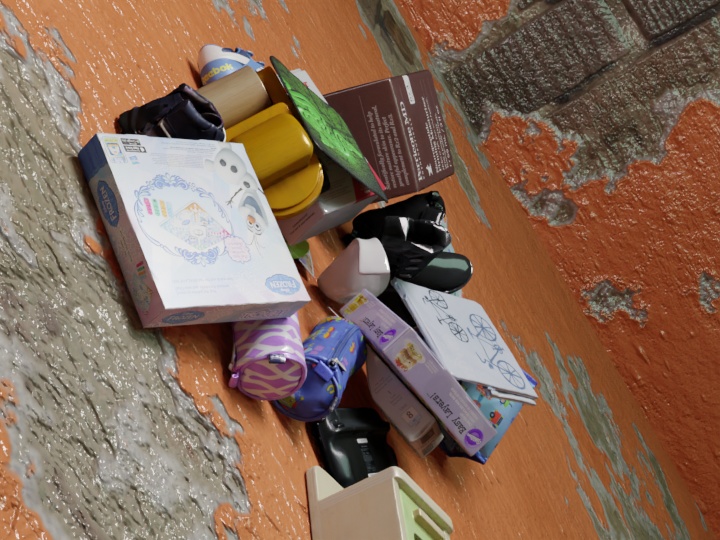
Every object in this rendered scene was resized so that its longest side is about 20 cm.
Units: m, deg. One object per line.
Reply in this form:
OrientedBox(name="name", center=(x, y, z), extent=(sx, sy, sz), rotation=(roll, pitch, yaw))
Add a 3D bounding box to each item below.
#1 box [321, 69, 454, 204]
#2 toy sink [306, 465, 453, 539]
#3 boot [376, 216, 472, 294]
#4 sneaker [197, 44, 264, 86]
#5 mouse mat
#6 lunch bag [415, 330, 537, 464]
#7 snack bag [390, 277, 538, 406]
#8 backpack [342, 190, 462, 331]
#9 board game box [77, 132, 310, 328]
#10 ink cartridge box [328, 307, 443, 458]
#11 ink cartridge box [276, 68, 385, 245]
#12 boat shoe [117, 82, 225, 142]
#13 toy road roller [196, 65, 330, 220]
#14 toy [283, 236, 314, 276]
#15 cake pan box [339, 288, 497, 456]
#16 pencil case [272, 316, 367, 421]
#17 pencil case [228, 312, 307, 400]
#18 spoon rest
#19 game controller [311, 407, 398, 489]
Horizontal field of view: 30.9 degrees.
OrientedBox(name="box", center=(0.020, -0.188, 1.894), extent=(0.200, 0.164, 0.167), rotation=(-32, 109, -67))
OrientedBox(name="toy sink", center=(0.029, 0.294, 1.383), extent=(0.130, 0.112, 0.200), rotation=(50, 20, -37))
OrientedBox(name="boot", center=(0.093, -0.023, 1.787), extent=(0.200, 0.164, 0.066), rotation=(111, -28, -69))
OrientedBox(name="sneaker", center=(-0.162, -0.266, 1.791), extent=(0.082, 0.074, 0.200), rotation=(62, 15, 7))
OrientedBox(name="mouse mat", center=(-0.037, -0.174, 1.626), extent=(0.200, 0.008, 0.161), rotation=(32, 26, -57))
OrientedBox(name="lunch bag", center=(0.135, 0.156, 1.883), extent=(0.200, 0.151, 0.094), rotation=(47, -23, -24))
OrientedBox(name="snack bag", center=(0.141, 0.099, 1.784), extent=(0.200, 0.021, 0.189), rotation=(17, 34, -45))
OrientedBox(name="backpack", center=(0.082, -0.001, 1.974), extent=(0.127, 0.166, 0.201), rotation=(26, 47, -63))
OrientedBox(name="board game box", center=(-0.167, -0.042, 1.325), extent=(0.200, 0.043, 0.200), rotation=(-1, 60, -48))
OrientedBox(name="ink cartridge box", center=(0.022, 0.147, 1.677), extent=(0.200, 0.047, 0.160), rotation=(46, -5, 16))
OrientedBox(name="ink cartridge box", center=(-0.082, -0.151, 1.706), extent=(0.146, 0.083, 0.200), rotation=(-25, 79, -52))
OrientedBox(name="boat shoe", center=(-0.177, -0.126, 1.468), extent=(0.200, 0.093, 0.075), rotation=(44, 23, -47))
OrientedBox(name="toy road roller", center=(-0.120, -0.155, 1.549), extent=(0.200, 0.123, 0.146), rotation=(60, -12, 7))
OrientedBox(name="toy", center=(-0.094, -0.098, 1.767), extent=(0.115, 0.047, 0.200), rotation=(49, 21, -42))
OrientedBox(name="cake pan box", center=(0.072, 0.126, 1.633), extent=(0.200, 0.052, 0.184), rotation=(50, -2, -24))
OrientedBox(name="pencil case", center=(-0.043, 0.111, 1.511), extent=(0.078, 0.087, 0.200), rotation=(50, 15, -2))
OrientedBox(name="pencil case", center=(-0.112, 0.049, 1.420), extent=(0.084, 0.085, 0.200), rotation=(99, -16, -45))
OrientedBox(name="spoon rest", center=(0.000, 0.000, 1.710), extent=(0.200, 0.099, 0.061), rotation=(129, -40, -73))
OrientedBox(name="game controller", center=(-0.004, 0.216, 1.566), extent=(0.200, 0.042, 0.105), rotation=(16, 63, -68))
